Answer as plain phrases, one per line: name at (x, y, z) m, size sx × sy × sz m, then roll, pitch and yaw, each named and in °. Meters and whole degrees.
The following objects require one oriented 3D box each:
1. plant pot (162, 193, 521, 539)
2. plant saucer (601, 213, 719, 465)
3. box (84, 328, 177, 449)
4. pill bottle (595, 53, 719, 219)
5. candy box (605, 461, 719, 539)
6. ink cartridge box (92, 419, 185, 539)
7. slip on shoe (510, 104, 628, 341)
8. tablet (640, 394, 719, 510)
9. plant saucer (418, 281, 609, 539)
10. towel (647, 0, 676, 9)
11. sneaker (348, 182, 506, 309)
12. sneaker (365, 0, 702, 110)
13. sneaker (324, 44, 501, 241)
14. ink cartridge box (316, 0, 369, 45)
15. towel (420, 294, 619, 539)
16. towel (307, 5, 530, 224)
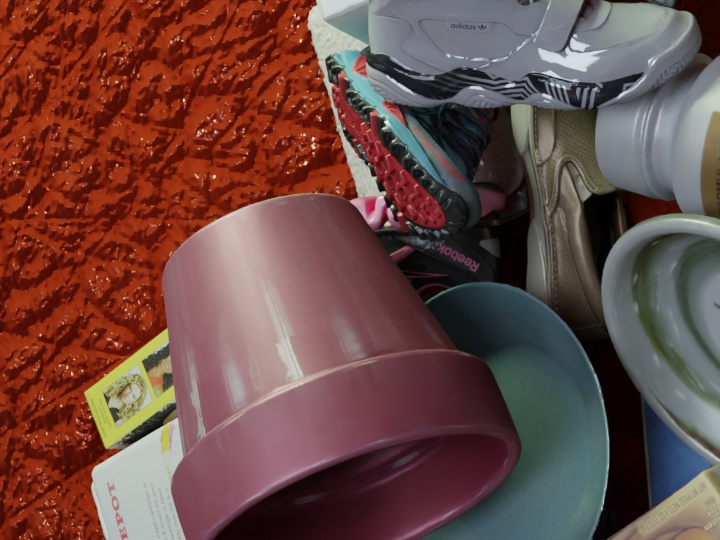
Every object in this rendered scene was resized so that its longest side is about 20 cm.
plant pot at (-0.030, 0.063, 1.362) m, size 0.200 × 0.200 × 0.179 m, roll -37°, pitch 62°, yaw 29°
plant saucer at (0.229, 0.042, 1.321) m, size 0.200 × 0.050 × 0.200 m, roll 33°, pitch 146°, yaw 26°
box at (-0.095, 0.056, 1.596) m, size 0.200 × 0.075 × 0.050 m, roll -38°, pitch 65°, yaw 30°
pill bottle at (0.241, -0.068, 1.329) m, size 0.200 × 0.114 × 0.114 m, roll 18°, pitch 99°, yaw 35°
candy box at (0.224, 0.222, 1.345) m, size 0.115 × 0.055 × 0.200 m, roll -41°, pitch 76°, yaw 29°
ink cartridge box at (-0.080, 0.165, 1.535) m, size 0.200 × 0.087 × 0.145 m, roll -31°, pitch 71°, yaw 45°
slip on shoe at (0.136, -0.056, 1.428) m, size 0.061 × 0.076 × 0.200 m, roll 1°, pitch 92°, yaw 41°
tablet at (0.229, 0.116, 1.393) m, size 0.130 × 0.014 × 0.200 m, roll -8°, pitch 83°, yaw 36°
plant saucer at (0.085, 0.108, 1.414) m, size 0.201 × 0.039 × 0.201 m, roll -4°, pitch 84°, yaw 45°
towel at (0.134, -0.274, 1.379) m, size 0.192 × 0.035 × 0.200 m, roll 24°, pitch 76°, yaw 3°
sneaker at (0.000, 0.000, 1.473) m, size 0.200 × 0.079 × 0.095 m, roll -8°, pitch 94°, yaw 21°
sneaker at (0.090, -0.155, 1.324) m, size 0.200 × 0.075 × 0.115 m, roll -1°, pitch 128°, yaw 20°
sneaker at (0.045, -0.094, 1.416) m, size 0.095 × 0.079 × 0.200 m, roll -21°, pitch 37°, yaw -6°
ink cartridge box at (0.057, -0.248, 1.461) m, size 0.200 × 0.087 × 0.145 m, roll -20°, pitch 77°, yaw 20°
towel at (0.071, 0.117, 1.487) m, size 0.112 × 0.049 × 0.200 m, roll -48°, pitch 63°, yaw 24°
towel at (0.040, -0.110, 1.527) m, size 0.132 × 0.034 × 0.200 m, roll -27°, pitch 73°, yaw 32°
